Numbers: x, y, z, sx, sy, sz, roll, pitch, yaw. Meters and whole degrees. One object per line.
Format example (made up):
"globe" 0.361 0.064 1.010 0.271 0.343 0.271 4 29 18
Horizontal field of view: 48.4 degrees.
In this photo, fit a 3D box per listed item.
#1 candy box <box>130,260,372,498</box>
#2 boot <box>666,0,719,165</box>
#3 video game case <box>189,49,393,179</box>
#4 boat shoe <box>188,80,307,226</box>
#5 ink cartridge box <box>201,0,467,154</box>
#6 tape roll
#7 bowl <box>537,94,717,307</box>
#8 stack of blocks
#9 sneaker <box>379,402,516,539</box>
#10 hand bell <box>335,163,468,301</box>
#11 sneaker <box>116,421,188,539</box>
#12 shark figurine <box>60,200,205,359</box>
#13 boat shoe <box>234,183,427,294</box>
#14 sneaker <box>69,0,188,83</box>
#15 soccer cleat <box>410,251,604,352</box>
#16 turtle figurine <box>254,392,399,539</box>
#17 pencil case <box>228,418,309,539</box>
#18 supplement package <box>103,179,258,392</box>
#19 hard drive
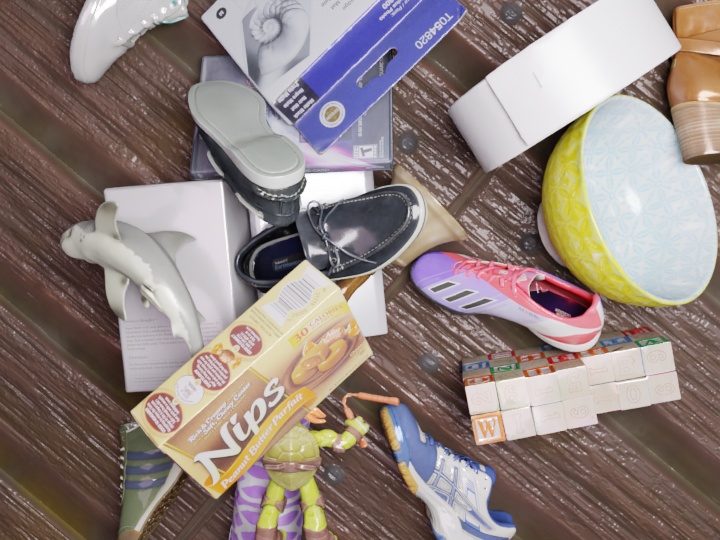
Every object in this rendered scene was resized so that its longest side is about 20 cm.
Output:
"candy box" -0.090 0.098 0.717 0.200 0.116 0.055 -41 51 -13
"boot" 0.393 -0.184 0.766 0.199 0.074 0.155 -1 82 -9
"video game case" -0.067 -0.161 0.806 0.199 0.019 0.143 -2 66 5
"boat shoe" -0.110 -0.113 0.741 0.075 0.200 0.060 -13 132 -19
"ink cartridge box" -0.032 -0.248 0.776 0.200 0.041 0.200 -43 67 8
"tape roll" 0.179 -0.171 0.721 0.202 0.202 0.071 -32 93 9
"bowl" 0.235 -0.053 0.764 0.108 0.200 0.201 -23 95 50
"stack of blocks" 0.205 0.111 0.795 0.199 0.115 0.059 -11 96 7
"sneaker" 0.092 0.214 0.847 0.088 0.075 0.200 -29 102 1
"hand bell" 0.000 0.000 0.798 0.200 0.104 0.104 -44 91 3
"sneaker" -0.230 0.202 0.880 0.090 0.067 0.201 33 99 9
"shark figurine" -0.173 0.007 0.723 0.215 0.089 0.128 47 133 8
"boat shoe" -0.031 -0.027 0.748 0.199 0.062 0.075 -19 76 22
"sneaker" -0.223 -0.270 0.821 0.088 0.075 0.200 30 98 -10
"soccer cleat" 0.142 0.016 0.790 0.200 0.073 0.068 22 64 19
"turtle figurine" -0.056 0.190 0.784 0.199 0.064 0.162 -2 95 -8
"pencil case" -0.101 0.232 0.861 0.085 0.084 0.201 10 97 25
"supplement package" -0.173 0.010 0.819 0.121 0.120 0.201 -3 96 6
"hard drive" -0.046 -0.026 0.834 0.131 0.025 0.201 -7 96 -10
